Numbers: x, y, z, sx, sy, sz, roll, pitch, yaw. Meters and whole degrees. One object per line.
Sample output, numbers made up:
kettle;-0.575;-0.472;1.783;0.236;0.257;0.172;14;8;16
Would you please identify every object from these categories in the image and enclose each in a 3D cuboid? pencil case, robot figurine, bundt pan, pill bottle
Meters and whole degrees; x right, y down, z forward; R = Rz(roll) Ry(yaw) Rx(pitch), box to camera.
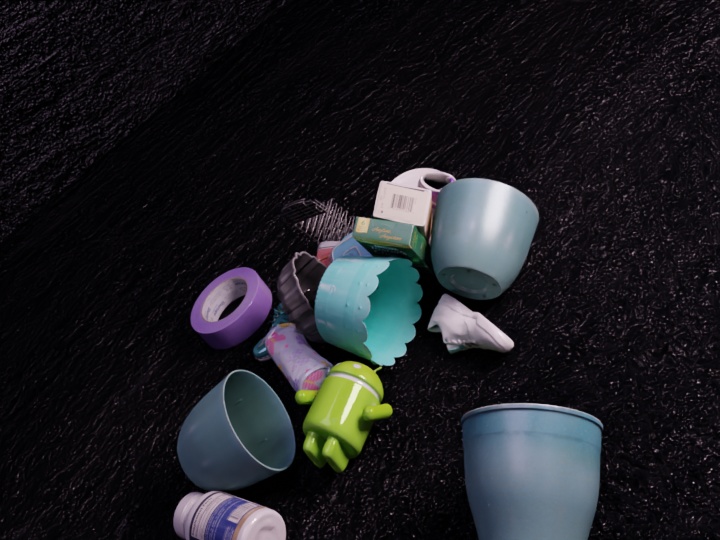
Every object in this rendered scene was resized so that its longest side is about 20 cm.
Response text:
pencil case;-0.123;0.185;1.413;0.090;0.084;0.200;-32;36;-12
robot figurine;-0.030;0.253;1.241;0.173;0.116;0.202;4;51;34
bundt pan;-0.102;0.065;1.439;0.075;0.202;0.204;-33;36;19
pill bottle;-0.233;0.449;1.196;0.197;0.112;0.112;2;51;39

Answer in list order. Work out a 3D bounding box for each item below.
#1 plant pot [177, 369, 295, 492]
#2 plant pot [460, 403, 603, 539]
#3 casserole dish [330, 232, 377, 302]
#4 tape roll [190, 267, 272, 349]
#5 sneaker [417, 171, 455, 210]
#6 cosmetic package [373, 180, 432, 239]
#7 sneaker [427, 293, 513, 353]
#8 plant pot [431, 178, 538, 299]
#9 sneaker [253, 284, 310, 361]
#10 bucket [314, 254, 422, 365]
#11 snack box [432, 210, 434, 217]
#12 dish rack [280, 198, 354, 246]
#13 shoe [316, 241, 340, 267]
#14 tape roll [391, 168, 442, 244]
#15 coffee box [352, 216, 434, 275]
plant pot;-0.243;0.316;1.287;0.160;0.200;0.202;-35;36;17
plant pot;0.233;0.304;0.939;0.197;0.200;0.192;-10;59;29
casserole dish;0.000;0.000;1.483;0.120;0.039;0.203;-31;62;15
tape roll;-0.313;0.090;1.675;0.197;0.066;0.202;-21;39;18
sneaker;0.204;-0.138;1.395;0.197;0.114;0.074;23;79;10
cosmetic package;0.087;-0.102;1.356;0.103;0.200;0.073;12;79;8
sneaker;0.196;0.119;1.259;0.089;0.075;0.199;-54;33;-3
plant pot;0.220;-0.046;1.294;0.198;0.201;0.164;0;59;37
sneaker;-0.172;0.113;1.529;0.077;0.080;0.201;22;65;48
bucket;0.016;0.068;1.326;0.133;0.209;0.209;11;56;34
snack box;0.119;-0.105;1.507;0.071;0.024;0.203;22;81;13
dish rack;-0.080;-0.112;1.585;0.152;0.199;0.055;-15;51;47
shoe;-0.019;-0.018;1.564;0.196;0.071;0.093;-4;61;29
tape roll;0.134;-0.116;1.475;0.198;0.037;0.207;-2;77;7
coffee box;0.071;-0.046;1.342;0.121;0.200;0.045;11;78;21
